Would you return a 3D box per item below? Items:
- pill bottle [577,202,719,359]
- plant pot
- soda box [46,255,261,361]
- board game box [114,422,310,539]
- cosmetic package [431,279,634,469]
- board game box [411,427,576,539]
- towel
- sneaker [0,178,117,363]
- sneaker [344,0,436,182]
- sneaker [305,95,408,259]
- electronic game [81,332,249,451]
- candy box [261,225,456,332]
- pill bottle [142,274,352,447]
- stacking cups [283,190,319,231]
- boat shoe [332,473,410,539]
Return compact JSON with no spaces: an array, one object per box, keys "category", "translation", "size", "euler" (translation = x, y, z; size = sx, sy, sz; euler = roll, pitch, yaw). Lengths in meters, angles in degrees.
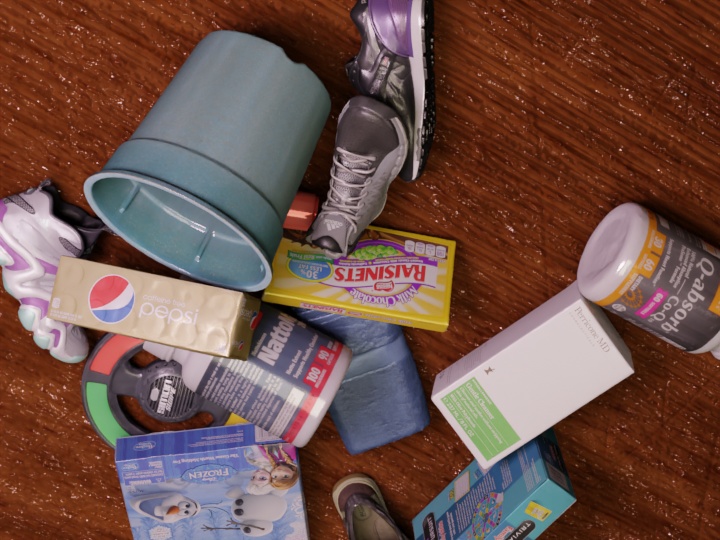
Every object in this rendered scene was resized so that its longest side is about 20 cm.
[{"category":"pill bottle","translation":[0.342,0.019,1.739],"size":[0.200,0.116,0.116],"euler":[27,111,-15]},{"category":"plant pot","translation":[-0.134,-0.114,1.585],"size":[0.200,0.200,0.196],"euler":[35,68,-17]},{"category":"soda box","translation":[-0.207,0.038,1.628],"size":[0.200,0.064,0.068],"euler":[11,85,15]},{"category":"board game box","translation":[-0.164,0.263,1.843],"size":[0.200,0.043,0.199],"euler":[-6,129,0]},{"category":"cosmetic package","translation":[0.189,0.113,1.783],"size":[0.200,0.085,0.108],"euler":[-36,98,15]},{"category":"board game box","translation":[0.147,0.271,1.827],"size":[0.047,0.151,0.200],"euler":[37,108,-19]},{"category":"towel","translation":[0.002,0.101,1.796],"size":[0.112,0.049,0.200],"euler":[-17,114,4]},{"category":"sneaker","translation":[-0.305,-0.004,1.713],"size":[0.140,0.078,0.200],"euler":[-25,114,9]},{"category":"sneaker","translation":[0.030,-0.190,1.660],"size":[0.088,0.076,0.200],"euler":[3,112,11]},{"category":"sneaker","translation":[-0.008,-0.077,1.630],"size":[0.075,0.116,0.200],"euler":[21,147,9]},{"category":"electronic game","translation":[-0.210,0.133,1.803],"size":[0.200,0.042,0.200],"euler":[-1,116,-2]},{"category":"candy box","translation":[0.000,0.000,1.725],"size":[0.200,0.102,0.026],"euler":[10,158,-8]},{"category":"pill bottle","translation":[-0.120,0.090,1.708],"size":[0.200,0.120,0.120],"euler":[28,111,-3]},{"category":"stacking cups","translation":[-0.145,-0.070,1.691],"size":[0.200,0.061,0.061],"euler":[11,114,-3]},{"category":"boat shoe","translation":[0.025,0.330,1.895],"size":[0.073,0.065,0.200],"euler":[-28,114,8]}]
